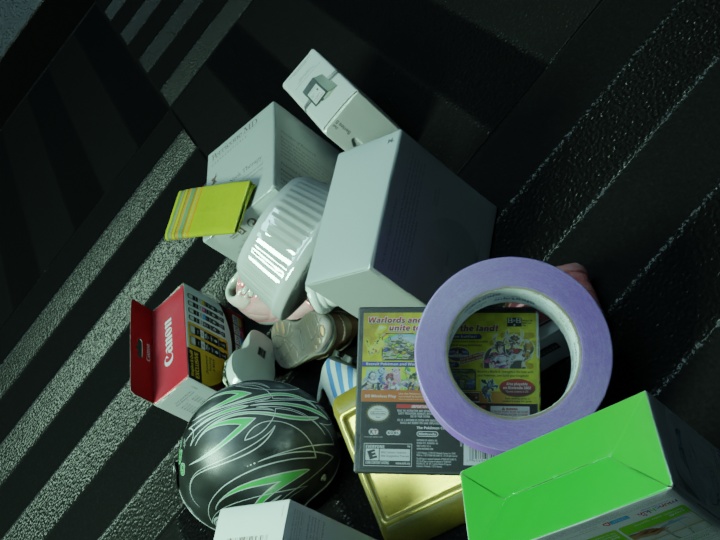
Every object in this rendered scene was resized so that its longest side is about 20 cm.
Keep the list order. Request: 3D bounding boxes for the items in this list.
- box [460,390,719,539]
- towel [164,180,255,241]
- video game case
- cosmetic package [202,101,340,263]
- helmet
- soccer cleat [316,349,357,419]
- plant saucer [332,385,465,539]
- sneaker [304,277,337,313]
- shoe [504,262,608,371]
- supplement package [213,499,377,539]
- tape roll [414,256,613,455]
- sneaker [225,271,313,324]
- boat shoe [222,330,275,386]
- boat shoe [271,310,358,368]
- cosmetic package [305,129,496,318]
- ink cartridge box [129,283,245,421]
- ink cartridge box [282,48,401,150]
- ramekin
[{"bbox_3d":[0.224,0.219,0.877,0.200,0.176,0.097,-32,43,30],"label":"box"},{"bbox_3d":[-0.234,-0.089,1.494,0.200,0.018,0.086,-2,68,48],"label":"towel"},{"bbox_3d":[0.095,0.130,1.056,0.199,0.026,0.182,0,75,7],"label":"video game case"},{"bbox_3d":[-0.135,-0.118,1.552,0.167,0.166,0.201,-34,41,29],"label":"cosmetic package"},{"bbox_3d":[-0.133,0.237,1.276,0.191,0.199,0.200,-55,32,31],"label":"helmet"},{"bbox_3d":[0.009,0.168,1.263,0.200,0.070,0.087,18,87,58],"label":"soccer cleat"},{"bbox_3d":[0.063,0.200,1.110,0.200,0.048,0.201,-33,71,28],"label":"plant saucer"},{"bbox_3d":[0.000,0.000,1.346,0.080,0.074,0.200,-16,17,28],"label":"sneaker"},{"bbox_3d":[0.187,0.068,1.130,0.200,0.071,0.091,-30,42,23],"label":"shoe"},{"bbox_3d":[-0.059,0.346,1.081,0.117,0.200,0.118,-19,50,38],"label":"supplement package"},{"bbox_3d":[0.157,0.090,1.011,0.199,0.066,0.201,-1,75,5],"label":"tape roll"},{"bbox_3d":[-0.127,0.031,1.484,0.200,0.105,0.076,-12,53,42],"label":"sneaker"},{"bbox_3d":[-0.166,0.149,1.425,0.064,0.071,0.200,-50,4,11],"label":"boat shoe"},{"bbox_3d":[-0.067,0.098,1.395,0.200,0.072,0.076,-15,82,60],"label":"boat shoe"},{"bbox_3d":[0.056,-0.034,1.242,0.123,0.200,0.200,-14,53,42],"label":"cosmetic package"},{"bbox_3d":[-0.263,0.128,1.502,0.084,0.175,0.200,-39,40,22],"label":"ink cartridge box"},{"bbox_3d":[-0.021,-0.248,1.539,0.084,0.145,0.200,-48,37,8],"label":"ink cartridge box"},{"bbox_3d":[-0.089,-0.039,1.353,0.203,0.094,0.202,-55,-6,-9],"label":"ramekin"}]
